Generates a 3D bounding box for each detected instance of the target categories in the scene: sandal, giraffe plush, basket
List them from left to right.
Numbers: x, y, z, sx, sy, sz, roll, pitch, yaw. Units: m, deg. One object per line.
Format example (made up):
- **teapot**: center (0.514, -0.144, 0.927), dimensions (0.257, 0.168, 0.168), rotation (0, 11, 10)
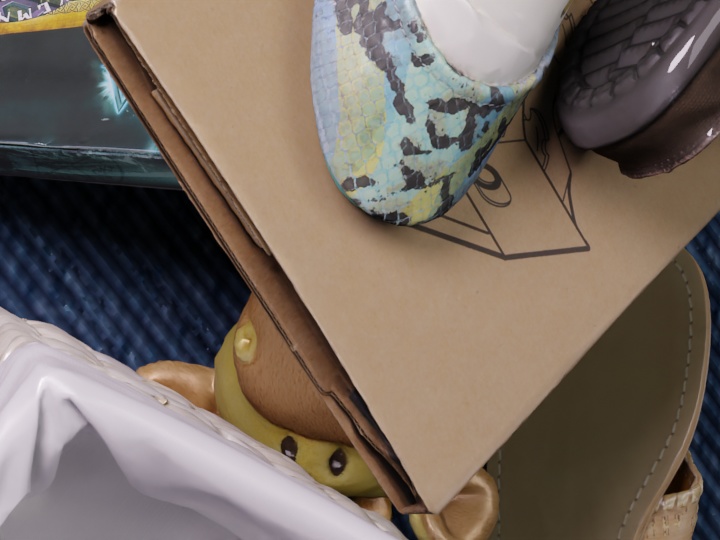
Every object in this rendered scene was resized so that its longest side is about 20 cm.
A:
- **basket**: center (-0.060, 0.109, 0.694), dimensions (0.200, 0.123, 0.136), rotation (32, 91, -26)
- **giraffe plush**: center (0.000, 0.000, 0.789), dimensions (0.162, 0.173, 0.200), rotation (-68, 151, -15)
- **sandal**: center (0.088, 0.097, 0.871), dimensions (0.070, 0.078, 0.212), rotation (39, 62, -58)

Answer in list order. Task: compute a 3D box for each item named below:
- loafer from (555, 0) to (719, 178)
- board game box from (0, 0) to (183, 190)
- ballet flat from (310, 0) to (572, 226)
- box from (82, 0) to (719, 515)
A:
- **loafer**: center (0.133, -0.081, 0.691), dimensions (0.200, 0.073, 0.071), rotation (-43, 105, -35)
- **board game box**: center (-0.076, -0.092, 0.723), dimensions (0.028, 0.200, 0.135), rotation (50, 49, -62)
- **ballet flat**: center (0.038, -0.109, 0.629), dimensions (0.074, 0.074, 0.200), rotation (24, 67, -28)
- **box**: center (0.034, -0.055, 0.673), dimensions (0.200, 0.021, 0.164), rotation (-43, 107, -35)
